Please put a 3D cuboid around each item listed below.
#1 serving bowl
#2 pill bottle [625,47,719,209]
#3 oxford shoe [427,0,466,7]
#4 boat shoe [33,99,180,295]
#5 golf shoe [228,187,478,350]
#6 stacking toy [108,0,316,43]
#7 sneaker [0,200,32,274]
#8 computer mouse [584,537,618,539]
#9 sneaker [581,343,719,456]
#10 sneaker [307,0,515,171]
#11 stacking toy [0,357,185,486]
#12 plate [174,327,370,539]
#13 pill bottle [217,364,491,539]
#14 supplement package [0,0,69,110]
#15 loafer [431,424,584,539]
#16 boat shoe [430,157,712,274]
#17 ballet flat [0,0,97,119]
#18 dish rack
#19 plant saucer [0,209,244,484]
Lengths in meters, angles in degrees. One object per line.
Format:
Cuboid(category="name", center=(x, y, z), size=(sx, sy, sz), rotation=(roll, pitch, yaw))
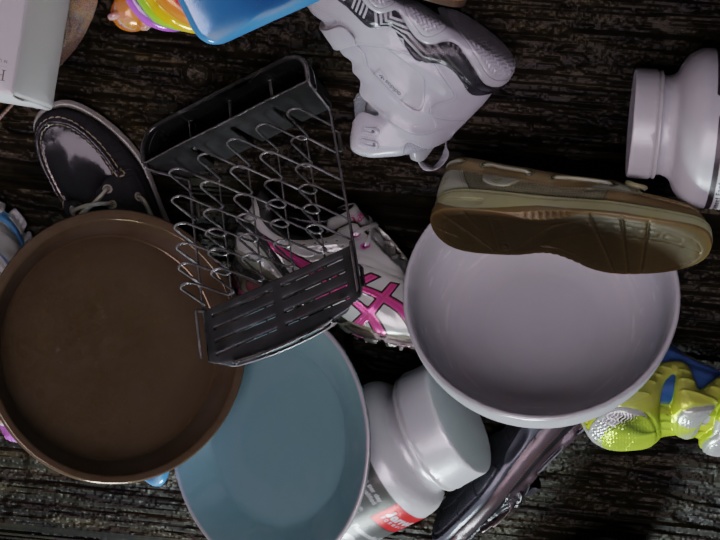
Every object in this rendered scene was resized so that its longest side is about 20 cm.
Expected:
Cuboid(category="serving bowl", center=(0.131, 0.030, 1.335), size=(0.198, 0.202, 0.066), rotation=(2, 152, 6))
Cuboid(category="pill bottle", center=(0.288, -0.096, 1.277), size=(0.198, 0.113, 0.113), rotation=(5, 116, 6))
Cuboid(category="oxford shoe", center=(0.001, -0.254, 1.264), size=(0.199, 0.071, 0.071), rotation=(34, 111, -8))
Cuboid(category="boat shoe", center=(-0.189, -0.036, 1.397), size=(0.073, 0.060, 0.201), rotation=(-21, 111, 17))
Cuboid(category="golf shoe", center=(0.000, 0.000, 1.383), size=(0.198, 0.073, 0.093), rotation=(15, 115, 0))
Cuboid(category="stacking toy", center=(-0.122, -0.203, 1.258), size=(0.200, 0.116, 0.110), rotation=(-14, 103, 59))
Cuboid(category="sneaker", center=(-0.274, 0.050, 1.436), size=(0.074, 0.087, 0.201), rotation=(-17, 113, 13))
Cuboid(category="computer mouse", center=(0.169, 0.273, 1.508), size=(0.138, 0.053, 0.200), rotation=(44, 124, -12))
Cuboid(category="sneaker", center=(0.247, 0.081, 1.391), size=(0.199, 0.106, 0.076), rotation=(5, 141, -30))
Cuboid(category="sneaker", center=(0.002, -0.152, 1.307), size=(0.199, 0.075, 0.115), rotation=(28, 114, -9))
Cuboid(category="stacking toy", center=(-0.240, 0.098, 1.388), size=(0.199, 0.116, 0.111), rotation=(5, 100, -33))
Cuboid(category="plate", center=(-0.064, 0.125, 1.375), size=(0.199, 0.025, 0.202), rotation=(-1, 88, 39))
Cuboid(category="pill bottle", center=(-0.005, 0.158, 1.436), size=(0.199, 0.114, 0.114), rotation=(-28, 109, 20))
Cuboid(category="supplement package", center=(-0.263, -0.221, 1.245), size=(0.120, 0.120, 0.202), rotation=(9, 91, 3))
Cuboid(category="loafer", center=(0.131, 0.152, 1.443), size=(0.063, 0.072, 0.201), rotation=(30, 113, -12))
Cuboid(category="boat shoe", center=(0.151, -0.045, 1.299), size=(0.199, 0.063, 0.073), rotation=(4, 145, 18))
Cuboid(category="ballet flat", center=(-0.259, -0.153, 1.346), size=(0.068, 0.067, 0.200), rotation=(35, 115, -10))
Cuboid(category="dish rack", center=(-0.075, -0.037, 1.308), size=(0.153, 0.201, 0.054), rotation=(-24, 149, 25))
Cuboid(category="plant saucer", center=(-0.182, 0.056, 1.351), size=(0.198, 0.029, 0.202), rotation=(1, 88, -21))
